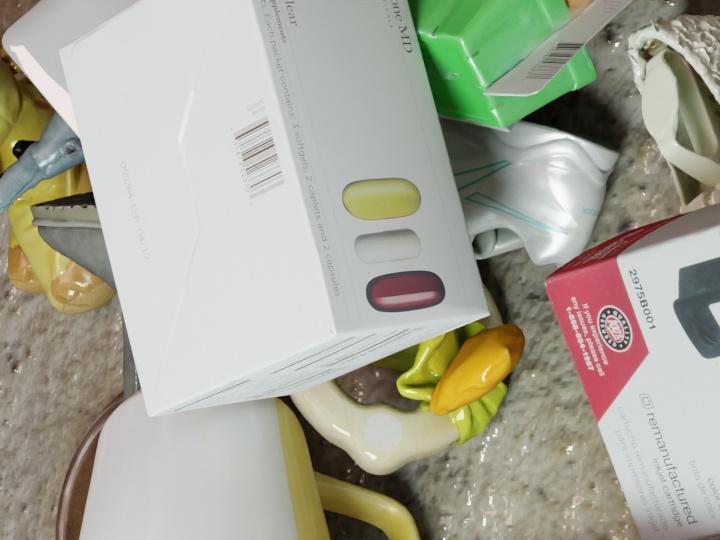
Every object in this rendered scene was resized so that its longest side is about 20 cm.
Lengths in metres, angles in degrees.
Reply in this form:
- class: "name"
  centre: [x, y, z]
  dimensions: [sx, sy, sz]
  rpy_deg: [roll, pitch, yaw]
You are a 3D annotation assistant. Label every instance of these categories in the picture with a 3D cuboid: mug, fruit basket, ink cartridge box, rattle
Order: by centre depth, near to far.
- class: "ink cartridge box"
  centre: [0.205, 0.035, 1.264]
  dimensions: [0.200, 0.083, 0.146]
  rpy_deg: [-19, 94, 43]
- class: "fruit basket"
  centre: [0.091, -0.159, 1.439]
  dimensions: [0.185, 0.094, 0.200]
  rpy_deg: [15, 47, 46]
- class: "rattle"
  centre: [0.000, 0.000, 1.449]
  dimensions: [0.130, 0.143, 0.201]
  rpy_deg: [-26, 76, 3]
- class: "mug"
  centre: [-0.073, 0.146, 1.456]
  dimensions: [0.149, 0.187, 0.153]
  rpy_deg: [-28, 42, 23]

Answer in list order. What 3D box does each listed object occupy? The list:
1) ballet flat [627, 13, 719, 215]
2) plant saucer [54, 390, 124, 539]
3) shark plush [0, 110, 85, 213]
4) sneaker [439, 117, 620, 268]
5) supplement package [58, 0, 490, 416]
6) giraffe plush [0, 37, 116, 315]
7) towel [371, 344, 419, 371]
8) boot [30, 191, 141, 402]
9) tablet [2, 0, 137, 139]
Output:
- class: "ballet flat"
  centre: [0.178, -0.043, 1.364]
  dimensions: [0.072, 0.072, 0.201]
  rpy_deg: [-37, 57, 34]
- class: "plant saucer"
  centre: [-0.128, 0.156, 1.659]
  dimensions: [0.200, 0.032, 0.201]
  rpy_deg: [-12, 73, 44]
- class: "shark plush"
  centre: [-0.149, -0.106, 1.612]
  dimensions: [0.091, 0.199, 0.083]
  rpy_deg: [66, 174, -15]
- class: "sneaker"
  centre: [0.045, -0.051, 1.484]
  dimensions: [0.200, 0.070, 0.081]
  rpy_deg: [15, 95, 36]
- class: "supplement package"
  centre: [-0.046, -0.047, 1.374]
  dimensions: [0.156, 0.111, 0.201]
  rpy_deg: [-24, 78, 45]
- class: "giraffe plush"
  centre: [-0.221, -0.082, 1.713]
  dimensions: [0.172, 0.162, 0.201]
  rpy_deg: [-25, 63, 42]
- class: "towel"
  centre: [0.040, -0.042, 1.540]
  dimensions: [0.086, 0.018, 0.201]
  rpy_deg: [9, 87, 48]
- class: "boot"
  centre: [-0.127, 0.055, 1.591]
  dimensions: [0.182, 0.072, 0.201]
  rpy_deg: [10, 110, 54]
- class: "tablet"
  centre: [-0.101, -0.158, 1.575]
  dimensions: [0.200, 0.014, 0.130]
  rpy_deg: [-41, 69, 0]
